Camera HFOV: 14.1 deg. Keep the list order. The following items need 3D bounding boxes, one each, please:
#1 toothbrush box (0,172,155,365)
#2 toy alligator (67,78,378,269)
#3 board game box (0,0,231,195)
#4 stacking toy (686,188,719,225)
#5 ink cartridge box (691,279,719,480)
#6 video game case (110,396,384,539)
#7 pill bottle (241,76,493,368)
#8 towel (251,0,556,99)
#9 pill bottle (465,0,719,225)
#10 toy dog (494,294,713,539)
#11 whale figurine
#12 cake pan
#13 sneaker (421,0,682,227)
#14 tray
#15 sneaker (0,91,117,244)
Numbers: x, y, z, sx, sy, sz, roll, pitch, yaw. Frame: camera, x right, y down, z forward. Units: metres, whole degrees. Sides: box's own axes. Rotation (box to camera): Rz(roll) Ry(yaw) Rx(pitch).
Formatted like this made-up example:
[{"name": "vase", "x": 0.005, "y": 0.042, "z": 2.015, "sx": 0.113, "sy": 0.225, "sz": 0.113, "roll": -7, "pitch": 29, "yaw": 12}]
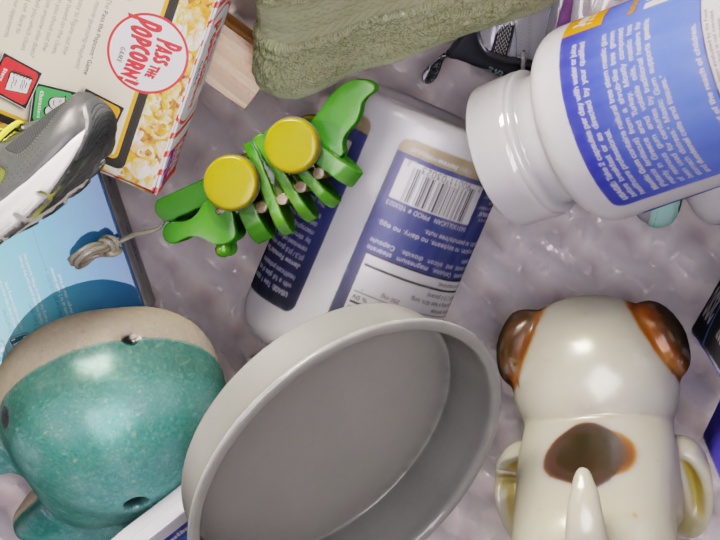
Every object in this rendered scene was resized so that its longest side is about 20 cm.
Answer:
[{"name": "toothbrush box", "x": -0.233, "y": -0.011, "z": 1.656, "sx": 0.199, "sy": 0.085, "sz": 0.147, "roll": -19, "pitch": 100, "yaw": 0}, {"name": "toy alligator", "x": -0.066, "y": -0.035, "z": 1.588, "sx": 0.200, "sy": 0.059, "sz": 0.054, "roll": -31, "pitch": 87, "yaw": 11}, {"name": "board game box", "x": -0.173, "y": -0.148, "z": 1.554, "sx": 0.199, "sy": 0.046, "sz": 0.152, "roll": 23, "pitch": 113, "yaw": 2}, {"name": "stacking toy", "x": 0.231, "y": -0.116, "z": 1.647, "sx": 0.145, "sy": 0.146, "sz": 0.201, "roll": 13, "pitch": 111, "yaw": -4}, {"name": "ink cartridge box", "x": 0.231, "y": 0.017, "z": 1.624, "sx": 0.043, "sy": 0.198, "sz": 0.201, "roll": 27, "pitch": 97, "yaw": -1}, {"name": "video game case", "x": -0.049, "y": 0.164, "z": 1.649, "sx": 0.143, "sy": 0.018, "sz": 0.200, "roll": -37, "pitch": 142, "yaw": -7}, {"name": "pill bottle", "x": 0.000, "y": 0.000, "z": 1.655, "sx": 0.111, "sy": 0.111, "sz": 0.201, "roll": 23, "pitch": 98, "yaw": -6}, {"name": "towel", "x": 0.033, "y": -0.169, "z": 1.546, "sx": 0.199, "sy": 0.149, "sz": 0.037, "roll": -19, "pitch": 55, "yaw": -11}, {"name": "pill bottle", "x": 0.161, "y": -0.092, "z": 1.557, "sx": 0.199, "sy": 0.112, "sz": 0.112, "roll": -18, "pitch": 100, "yaw": 27}, {"name": "toy dog", "x": 0.127, "y": 0.112, "z": 1.650, "sx": 0.139, "sy": 0.194, "sz": 0.201, "roll": -9, "pitch": 61, "yaw": 20}, {"name": "whale figurine", "x": -0.143, "y": 0.108, "z": 1.629, "sx": 0.158, "sy": 0.104, "sz": 0.200, "roll": -4, "pitch": 144, "yaw": -21}, {"name": "cake pan", "x": -0.015, "y": 0.098, "z": 1.572, "sx": 0.200, "sy": 0.037, "sz": 0.201, "roll": -23, "pitch": 137, "yaw": -23}, {"name": "sneaker", "x": 0.106, "y": -0.113, "z": 1.665, "sx": 0.139, "sy": 0.078, "sz": 0.201, "roll": -13, "pitch": 90, "yaw": 1}, {"name": "tray", "x": -0.136, "y": -0.167, "z": 1.628, "sx": 0.200, "sy": 0.099, "sz": 0.037, "roll": 35, "pitch": 95, "yaw": -7}, {"name": "sneaker", "x": -0.216, "y": -0.046, "z": 1.545, "sx": 0.200, "sy": 0.074, "sz": 0.085, "roll": -34, "pitch": 92, "yaw": 29}]
